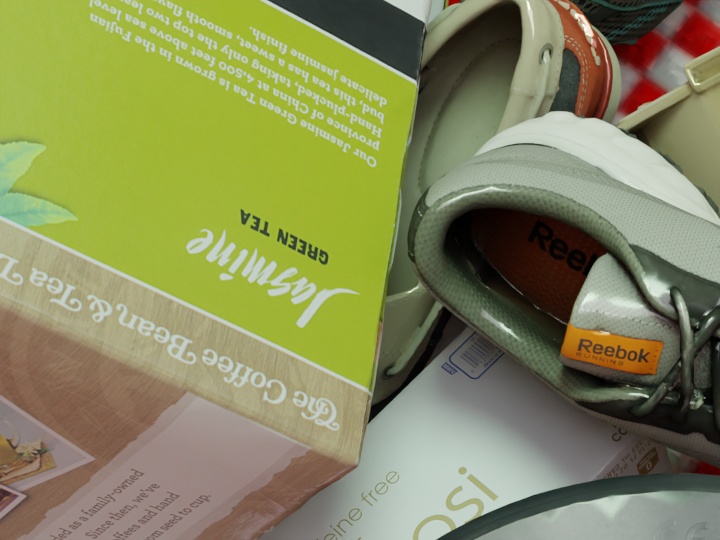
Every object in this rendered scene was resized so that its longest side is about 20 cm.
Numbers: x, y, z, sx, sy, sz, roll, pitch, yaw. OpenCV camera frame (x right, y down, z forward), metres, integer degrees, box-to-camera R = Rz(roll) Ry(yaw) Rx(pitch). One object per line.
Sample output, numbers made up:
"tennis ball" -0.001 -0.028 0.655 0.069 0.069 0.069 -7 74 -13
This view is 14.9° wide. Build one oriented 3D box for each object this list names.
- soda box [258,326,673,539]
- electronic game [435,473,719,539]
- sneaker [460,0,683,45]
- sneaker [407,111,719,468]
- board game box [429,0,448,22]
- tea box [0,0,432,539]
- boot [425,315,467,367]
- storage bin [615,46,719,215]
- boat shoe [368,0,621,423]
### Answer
"soda box" -0.002 0.105 0.764 0.200 0.068 0.064 -43 58 -12
"electronic game" 0.073 0.141 0.710 0.200 0.042 0.200 -1 115 -3
"sneaker" 0.097 -0.123 0.930 0.200 0.091 0.078 -30 70 -40
"sneaker" 0.098 0.025 0.700 0.200 0.079 0.074 25 111 22
"board game box" -0.036 -0.164 0.890 0.153 0.040 0.200 7 112 -4
"tea box" -0.093 -0.011 0.775 0.134 0.200 0.197 27 52 -22
"boot" 0.006 0.023 0.884 0.096 0.074 0.200 12 89 30
"storage bin" 0.202 0.001 0.760 0.198 0.094 0.200 -27 85 12
"boat shoe" 0.000 0.000 0.814 0.071 0.063 0.200 42 101 19
